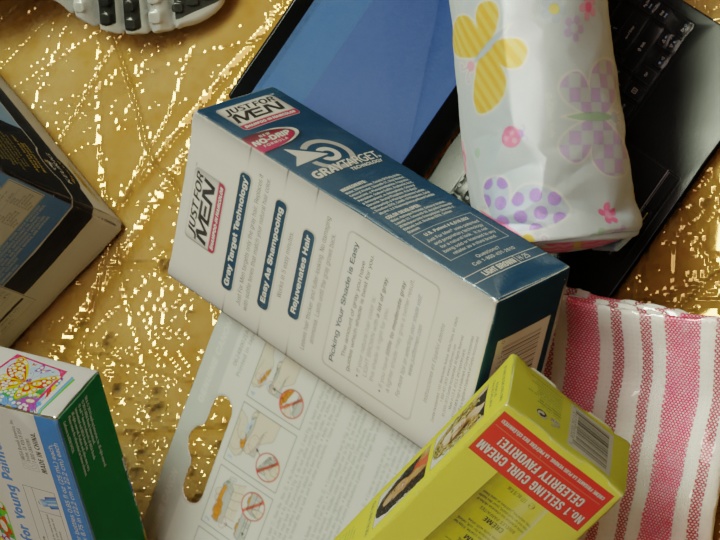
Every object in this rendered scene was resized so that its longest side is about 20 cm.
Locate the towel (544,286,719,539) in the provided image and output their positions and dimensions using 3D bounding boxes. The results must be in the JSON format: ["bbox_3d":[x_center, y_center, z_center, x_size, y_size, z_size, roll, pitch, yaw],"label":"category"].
[{"bbox_3d":[0.086,0.080,1.178,0.199,0.030,0.147,10,98,27],"label":"towel"}]

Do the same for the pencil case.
[{"bbox_3d":[0.088,-0.107,1.157,0.083,0.090,0.201,-4,92,44],"label":"pencil case"}]

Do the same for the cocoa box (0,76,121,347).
[{"bbox_3d":[-0.261,-0.060,1.340,0.133,0.131,0.200,-46,63,9],"label":"cocoa box"}]

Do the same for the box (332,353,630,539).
[{"bbox_3d":[0.034,0.134,1.101,0.075,0.050,0.200,38,115,-11],"label":"box"}]

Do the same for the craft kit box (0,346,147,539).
[{"bbox_3d":[-0.205,0.120,1.247,0.197,0.201,0.049,10,41,25],"label":"craft kit box"}]

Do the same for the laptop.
[{"bbox_3d":[0.072,-0.096,1.204,0.200,0.103,0.178,38,96,28],"label":"laptop"}]

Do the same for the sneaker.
[{"bbox_3d":[-0.167,-0.186,1.360,0.199,0.081,0.075,11,118,12],"label":"sneaker"}]

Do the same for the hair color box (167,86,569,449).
[{"bbox_3d":[0.000,0.000,1.154,0.200,0.060,0.100,33,126,30],"label":"hair color box"}]

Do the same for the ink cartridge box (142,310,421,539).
[{"bbox_3d":[-0.010,0.126,1.203,0.200,0.047,0.161,31,110,30],"label":"ink cartridge box"}]
